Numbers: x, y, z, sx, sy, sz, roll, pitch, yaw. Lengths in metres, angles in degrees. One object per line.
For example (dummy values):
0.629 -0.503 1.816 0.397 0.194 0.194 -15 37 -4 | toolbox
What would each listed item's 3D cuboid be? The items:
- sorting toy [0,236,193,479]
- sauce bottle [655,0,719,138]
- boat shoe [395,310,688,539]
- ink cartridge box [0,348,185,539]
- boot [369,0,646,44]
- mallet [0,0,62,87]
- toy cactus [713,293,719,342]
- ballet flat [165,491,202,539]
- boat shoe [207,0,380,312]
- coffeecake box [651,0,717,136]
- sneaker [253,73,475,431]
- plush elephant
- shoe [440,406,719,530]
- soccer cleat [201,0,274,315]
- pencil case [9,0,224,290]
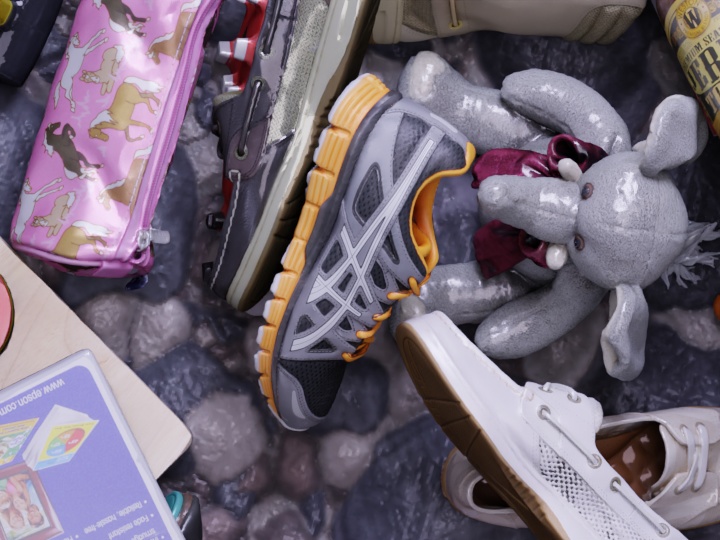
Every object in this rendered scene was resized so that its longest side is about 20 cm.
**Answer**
-0.228 0.092 1.527 0.200 0.070 0.199 -45 92 -5 | sorting toy
0.194 -0.121 1.466 0.064 0.065 0.201 -25 71 -5 | sauce bottle
0.100 0.092 1.509 0.069 0.071 0.200 -41 95 -11 | boat shoe
-0.186 0.173 1.472 0.197 0.047 0.201 -26 91 -7 | ink cartridge box
0.086 -0.190 1.511 0.155 0.200 0.073 3 54 -6 | boot
-0.206 -0.139 1.476 0.041 0.200 0.066 23 93 11 | mallet
0.228 0.008 1.514 0.102 0.165 0.201 20 114 21 | toy cactus
-0.130 0.216 1.538 0.068 0.068 0.200 36 92 -13 | ballet flat
-0.046 -0.080 1.490 0.066 0.072 0.202 23 102 9 | boat shoe
0.234 -0.175 1.509 0.073 0.200 0.154 -26 90 -26 | coffeecake box
0.000 0.000 1.486 0.077 0.078 0.201 21 114 8 | sneaker
0.113 -0.029 1.519 0.199 0.155 0.166 10 87 -4 | plush elephant
0.146 0.115 1.568 0.199 0.053 0.070 -6 89 -5 | shoe
-0.037 -0.074 1.556 0.085 0.069 0.201 5 91 -14 | soccer cleat
-0.127 -0.094 1.536 0.086 0.083 0.201 16 86 -2 | pencil case
